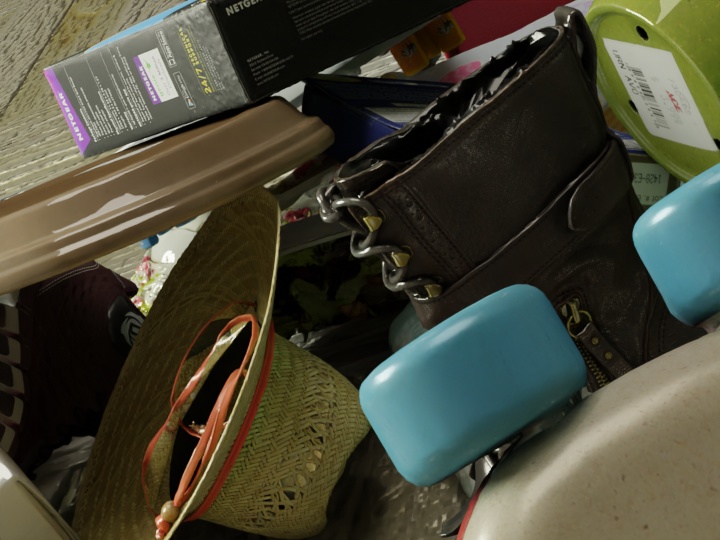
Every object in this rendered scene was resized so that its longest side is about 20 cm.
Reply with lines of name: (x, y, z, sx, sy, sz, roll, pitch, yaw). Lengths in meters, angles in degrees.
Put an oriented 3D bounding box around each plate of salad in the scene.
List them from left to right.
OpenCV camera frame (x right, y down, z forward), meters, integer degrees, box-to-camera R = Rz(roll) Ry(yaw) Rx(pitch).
plate of salad: (0.000, 0.000, 1.061, 0.198, 0.048, 0.200, -15, -5, -1)

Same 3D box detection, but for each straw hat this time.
straw hat: (-0.042, 0.067, 0.922, 0.202, 0.085, 0.202, -56, 20, 32)

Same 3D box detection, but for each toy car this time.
toy car: (0.100, 0.089, 0.682, 0.176, 0.185, 0.200, -29, -8, -11)

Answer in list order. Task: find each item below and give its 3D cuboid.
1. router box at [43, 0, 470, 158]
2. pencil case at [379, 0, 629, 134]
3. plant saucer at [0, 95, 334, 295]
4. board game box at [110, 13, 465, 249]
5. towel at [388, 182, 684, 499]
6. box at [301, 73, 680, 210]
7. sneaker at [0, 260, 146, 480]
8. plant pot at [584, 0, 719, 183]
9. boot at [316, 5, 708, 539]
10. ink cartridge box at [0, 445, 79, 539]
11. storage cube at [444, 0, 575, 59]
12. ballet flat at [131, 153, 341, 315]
router box: (-0.026, -0.119, 1.029, 0.199, 0.051, 0.149, -29, 10, -35)
pencil case: (0.106, -0.097, 1.165, 0.199, 0.083, 0.091, -23, 44, 2)
plant saucer: (-0.107, -0.030, 0.947, 0.199, 0.030, 0.200, -22, 7, 3)
board game box: (-0.047, -0.087, 1.195, 0.199, 0.026, 0.200, -34, 13, -2)
towel: (0.117, 0.021, 0.926, 0.199, 0.048, 0.171, -26, 20, -2)
box: (0.048, -0.059, 1.015, 0.120, 0.033, 0.200, 2, 13, -18)
sneaker: (-0.139, 0.077, 1.044, 0.075, 0.115, 0.202, -25, 49, 50)
plant pot: (0.193, -0.126, 0.918, 0.200, 0.188, 0.187, -39, 24, -15)
boot: (0.041, 0.029, 0.781, 0.200, 0.174, 0.069, -46, 26, -9)
ink cartridge box: (-0.237, 0.084, 0.936, 0.147, 0.083, 0.200, -42, 63, -11)
storage cube: (0.109, -0.199, 1.273, 0.170, 0.181, 0.200, -24, 20, 2)
ballet flat: (-0.057, -0.031, 1.216, 0.199, 0.064, 0.076, -30, 21, -13)
